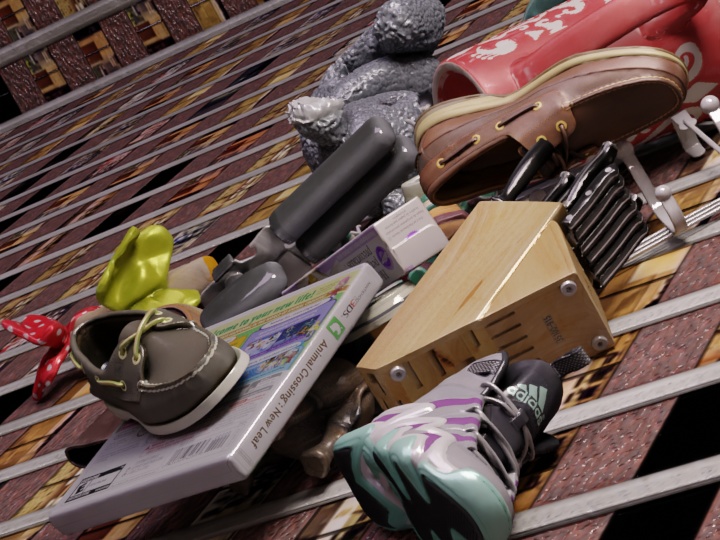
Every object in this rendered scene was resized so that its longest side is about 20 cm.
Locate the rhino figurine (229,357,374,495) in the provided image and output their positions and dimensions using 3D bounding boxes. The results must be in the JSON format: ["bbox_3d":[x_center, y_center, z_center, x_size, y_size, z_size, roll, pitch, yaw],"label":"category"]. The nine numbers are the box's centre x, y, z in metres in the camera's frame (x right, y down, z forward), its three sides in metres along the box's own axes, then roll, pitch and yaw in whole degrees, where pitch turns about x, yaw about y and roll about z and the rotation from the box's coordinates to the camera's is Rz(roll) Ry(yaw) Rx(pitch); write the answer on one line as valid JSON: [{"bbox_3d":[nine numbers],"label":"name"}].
[{"bbox_3d":[-0.065,0.101,1.478,0.200,0.060,0.087,-15,22,50],"label":"rhino figurine"}]

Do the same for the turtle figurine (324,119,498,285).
[{"bbox_3d":[0.056,-0.031,1.634,0.150,0.101,0.200,-48,22,11],"label":"turtle figurine"}]

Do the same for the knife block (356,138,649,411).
[{"bbox_3d":[0.089,-0.001,1.428,0.199,0.064,0.176,-27,31,8],"label":"knife block"}]

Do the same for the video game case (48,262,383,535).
[{"bbox_3d":[-0.093,0.084,1.437,0.200,0.022,0.182,-23,24,47],"label":"video game case"}]

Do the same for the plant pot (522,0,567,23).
[{"bbox_3d":[0.229,-0.231,1.874,0.200,0.200,0.188,-18,25,38],"label":"plant pot"}]

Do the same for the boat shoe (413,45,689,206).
[{"bbox_3d":[0.129,-0.091,1.526,0.199,0.072,0.068,-17,47,22],"label":"boat shoe"}]

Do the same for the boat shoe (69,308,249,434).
[{"bbox_3d":[-0.134,0.059,1.445,0.072,0.060,0.202,-46,17,-19],"label":"boat shoe"}]

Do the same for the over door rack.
[{"bbox_3d":[0.188,-0.064,1.569,0.147,0.067,0.200,-28,13,-2],"label":"over door rack"}]

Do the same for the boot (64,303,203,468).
[{"bbox_3d":[-0.165,0.091,1.689,0.200,0.073,0.166,-7,22,49],"label":"boot"}]

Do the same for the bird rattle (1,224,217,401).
[{"bbox_3d":[-0.207,0.043,1.994,0.200,0.113,0.163,-35,-5,38],"label":"bird rattle"}]

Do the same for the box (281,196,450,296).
[{"bbox_3d":[0.000,0.000,1.515,0.041,0.039,0.200,-34,0,-25],"label":"box"}]

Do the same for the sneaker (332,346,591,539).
[{"bbox_3d":[0.073,0.085,1.214,0.140,0.078,0.200,-32,14,-13],"label":"sneaker"}]

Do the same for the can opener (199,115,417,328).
[{"bbox_3d":[-0.036,-0.024,1.622,0.200,0.053,0.067,-46,36,12],"label":"can opener"}]

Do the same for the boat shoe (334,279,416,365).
[{"bbox_3d":[0.010,0.054,1.508,0.075,0.062,0.200,-35,2,-17],"label":"boat shoe"}]

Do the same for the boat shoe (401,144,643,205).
[{"bbox_3d":[0.127,-0.081,1.763,0.199,0.062,0.072,-27,13,2],"label":"boat shoe"}]

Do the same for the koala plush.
[{"bbox_3d":[0.019,-0.104,1.879,0.184,0.178,0.200,-36,10,21],"label":"koala plush"}]

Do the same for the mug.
[{"bbox_3d":[0.163,-0.157,1.670,0.199,0.178,0.133,-23,47,-19],"label":"mug"}]
